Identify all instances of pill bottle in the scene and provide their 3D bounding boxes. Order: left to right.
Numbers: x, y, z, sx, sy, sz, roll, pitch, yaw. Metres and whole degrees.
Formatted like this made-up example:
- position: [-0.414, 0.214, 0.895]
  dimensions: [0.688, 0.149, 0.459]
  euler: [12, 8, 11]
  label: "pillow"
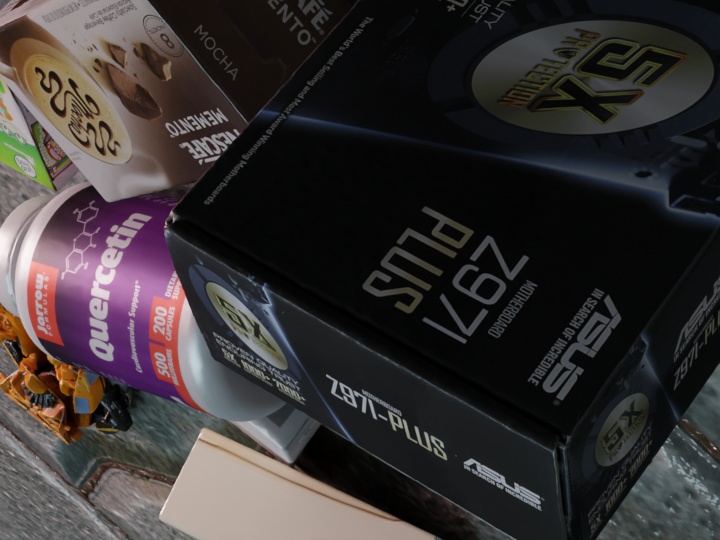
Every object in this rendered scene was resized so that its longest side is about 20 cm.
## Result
- position: [-0.123, 0.012, 1.081]
  dimensions: [0.199, 0.113, 0.113]
  euler: [14, 145, 37]
  label: "pill bottle"

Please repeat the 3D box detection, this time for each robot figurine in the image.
- position: [-0.242, 0.067, 1.435]
  dimensions: [0.144, 0.058, 0.201]
  euler: [36, 155, 15]
  label: "robot figurine"

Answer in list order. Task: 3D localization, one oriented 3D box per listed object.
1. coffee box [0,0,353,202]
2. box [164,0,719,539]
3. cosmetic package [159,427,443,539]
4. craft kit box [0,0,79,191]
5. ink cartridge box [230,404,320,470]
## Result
- position: [-0.093, -0.107, 0.890]
  dimensions: [0.113, 0.080, 0.199]
  euler: [51, 155, -19]
  label: "coffee box"
- position: [0.058, -0.027, 0.650]
  dimensions: [0.163, 0.200, 0.086]
  euler: [29, 155, 26]
  label: "box"
- position: [-0.026, 0.185, 1.250]
  dimensions: [0.198, 0.074, 0.104]
  euler: [20, 168, 30]
  label: "cosmetic package"
- position: [-0.265, -0.159, 1.110]
  dimensions: [0.199, 0.049, 0.199]
  euler: [28, 150, 28]
  label: "craft kit box"
- position: [-0.094, 0.066, 1.255]
  dimensions: [0.160, 0.047, 0.200]
  euler: [38, 172, 7]
  label: "ink cartridge box"
